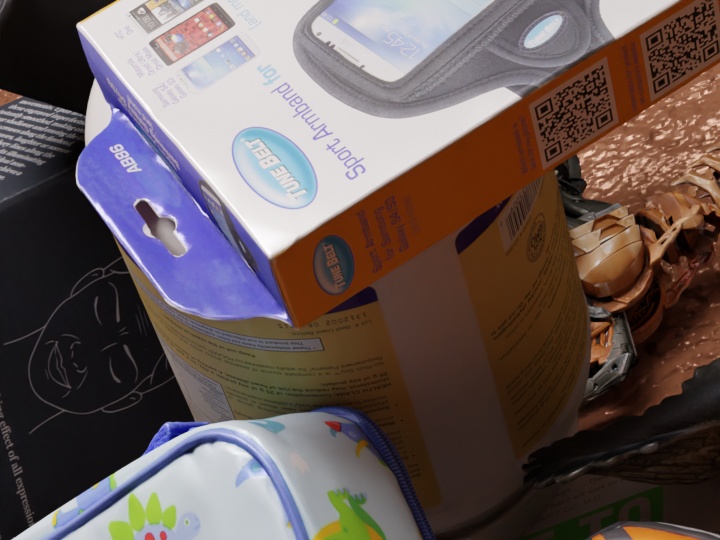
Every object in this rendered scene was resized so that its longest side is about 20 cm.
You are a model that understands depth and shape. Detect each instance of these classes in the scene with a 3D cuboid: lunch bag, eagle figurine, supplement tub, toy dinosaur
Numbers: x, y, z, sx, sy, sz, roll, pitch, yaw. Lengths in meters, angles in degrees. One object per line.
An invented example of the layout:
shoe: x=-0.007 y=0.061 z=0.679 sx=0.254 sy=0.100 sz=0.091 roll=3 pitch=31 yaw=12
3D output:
lunch bag: x=-0.052 y=0.141 z=0.835 sx=0.200 sy=0.161 sz=0.082 roll=-35 pitch=-17 yaw=32
eagle figurine: x=0.163 y=0.045 z=0.872 sx=0.200 sy=0.151 sz=0.152 roll=-53 pitch=25 yaw=-21
supplement tub: x=0.000 y=0.000 z=0.897 sx=0.145 sy=0.200 sz=0.146 roll=-7 pitch=51 yaw=9
toy dinosaur: x=0.083 y=-0.001 z=1.077 sx=0.199 sy=0.103 sz=0.136 roll=-19 pitch=42 yaw=-23

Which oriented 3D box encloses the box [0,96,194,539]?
box: x=-0.145 y=0.026 z=1.081 sx=0.200 sy=0.149 sz=0.107 roll=-28 pitch=27 yaw=-33

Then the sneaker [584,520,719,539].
sneaker: x=0.117 y=0.138 z=0.721 sx=0.200 sy=0.112 sz=0.078 roll=42 pitch=100 yaw=26

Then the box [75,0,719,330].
box: x=0.010 y=-0.068 z=0.791 sx=0.200 sy=0.042 sz=0.119 roll=-31 pitch=52 yaw=-14

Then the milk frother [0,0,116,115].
milk frother: x=-0.031 y=-0.110 z=0.965 sx=0.181 sy=0.187 sz=0.200 roll=-67 pitch=21 yaw=14

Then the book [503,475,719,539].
book: x=0.070 y=0.146 z=0.892 sx=0.133 sy=0.048 sz=0.200 roll=-21 pitch=32 yaw=21
